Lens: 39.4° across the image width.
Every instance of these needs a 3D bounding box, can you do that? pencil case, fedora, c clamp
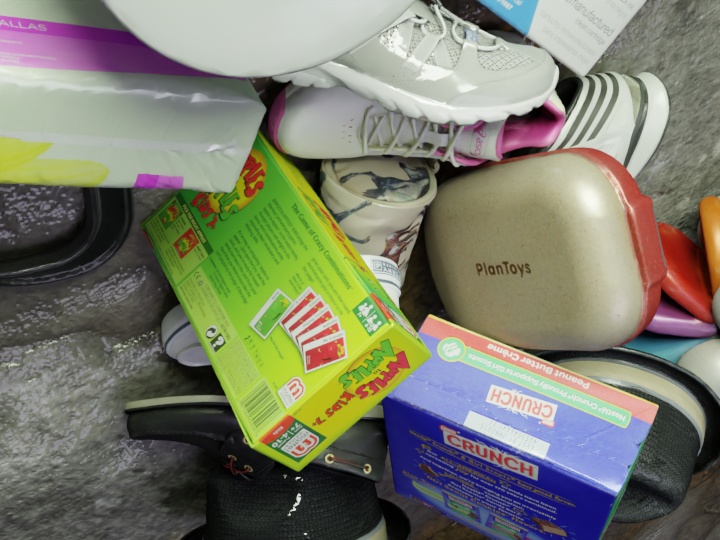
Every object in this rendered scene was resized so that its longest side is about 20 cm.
[{"bbox_3d":[0.000,0.000,0.724,0.089,0.078,0.200,-14,135,-31],"label":"pencil case"},{"bbox_3d":[0.211,0.152,0.862,0.200,0.092,0.201,10,136,10],"label":"fedora"},{"bbox_3d":[-0.058,0.192,0.836,0.200,0.200,0.092,-8,99,-28],"label":"fedora"},{"bbox_3d":[-0.211,-0.061,0.569,0.171,0.027,0.200,-23,137,-22],"label":"c clamp"}]

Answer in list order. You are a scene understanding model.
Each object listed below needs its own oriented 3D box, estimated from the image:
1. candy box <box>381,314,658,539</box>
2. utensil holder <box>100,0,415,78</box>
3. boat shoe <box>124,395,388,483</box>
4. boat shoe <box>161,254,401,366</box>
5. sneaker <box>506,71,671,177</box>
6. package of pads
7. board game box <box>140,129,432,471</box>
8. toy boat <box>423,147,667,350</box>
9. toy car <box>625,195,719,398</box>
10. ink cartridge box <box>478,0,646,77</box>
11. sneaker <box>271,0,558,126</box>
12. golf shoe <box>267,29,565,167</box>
[{"bbox_3d":[0.109,0.135,0.738,0.077,0.169,0.200,-59,161,-25],"label":"candy box"},{"bbox_3d":[-0.065,-0.195,0.405,0.170,0.200,0.170,-19,137,-19],"label":"utensil holder"},{"bbox_3d":[-0.077,0.126,0.753,0.201,0.063,0.074,6,168,-10],"label":"boat shoe"},{"bbox_3d":[-0.060,0.044,0.667,0.200,0.065,0.074,-20,153,38],"label":"boat shoe"},{"bbox_3d":[0.153,-0.063,0.786,0.115,0.076,0.201,1,120,-23],"label":"sneaker"},{"bbox_3d":[-0.161,-0.109,0.455,0.200,0.155,0.068,0,135,-34],"label":"package of pads"},{"bbox_3d":[-0.052,0.009,0.603,0.102,0.200,0.048,-41,139,7],"label":"board game box"},{"bbox_3d":[0.138,-0.021,0.695,0.131,0.200,0.131,-19,99,-33],"label":"toy boat"},{"bbox_3d":[0.306,0.022,0.912,0.150,0.175,0.200,14,127,0],"label":"toy car"},{"bbox_3d":[0.137,-0.237,0.588,0.145,0.084,0.200,21,114,-44],"label":"ink cartridge box"},{"bbox_3d":[0.021,-0.137,0.569,0.200,0.075,0.082,10,117,-9],"label":"sneaker"},{"bbox_3d":[0.042,-0.103,0.647,0.200,0.092,0.075,-16,137,-19],"label":"golf shoe"}]
